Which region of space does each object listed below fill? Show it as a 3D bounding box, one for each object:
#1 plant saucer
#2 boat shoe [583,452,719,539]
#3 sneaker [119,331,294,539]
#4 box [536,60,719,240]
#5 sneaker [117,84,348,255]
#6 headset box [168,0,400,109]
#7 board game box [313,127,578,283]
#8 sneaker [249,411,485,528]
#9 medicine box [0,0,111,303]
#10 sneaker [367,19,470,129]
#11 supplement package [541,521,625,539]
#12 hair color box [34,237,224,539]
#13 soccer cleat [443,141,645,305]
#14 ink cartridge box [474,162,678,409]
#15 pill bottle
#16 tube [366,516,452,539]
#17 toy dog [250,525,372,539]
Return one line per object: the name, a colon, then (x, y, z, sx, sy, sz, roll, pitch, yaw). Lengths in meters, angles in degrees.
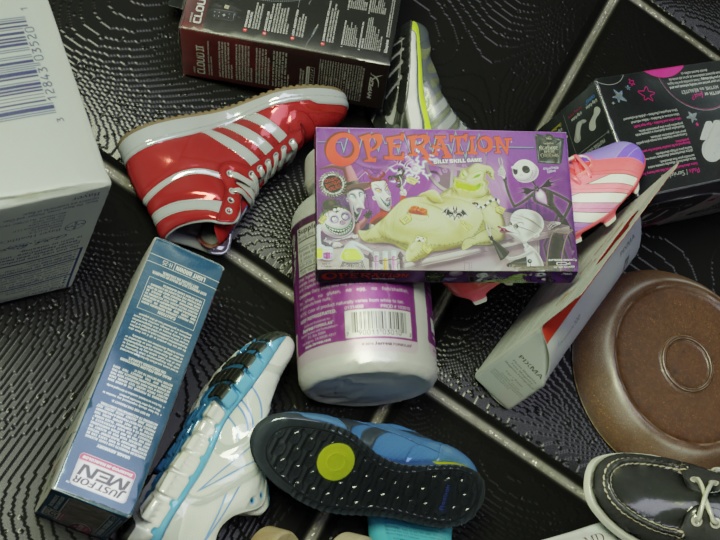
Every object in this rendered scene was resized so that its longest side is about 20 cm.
plant saucer: (0.287, 0.088, 1.124, 0.199, 0.034, 0.201, 7, 68, -18)
boat shoe: (0.256, 0.176, 0.892, 0.199, 0.060, 0.074, 25, 62, -12)
sneaker: (-0.096, 0.139, 0.950, 0.087, 0.075, 0.201, 38, 66, -14)
box: (0.280, -0.108, 1.144, 0.199, 0.132, 0.115, -11, 76, -24)
sneaker: (-0.089, -0.081, 1.032, 0.199, 0.071, 0.113, -17, 72, -17)
headset box: (-0.064, -0.236, 1.082, 0.199, 0.077, 0.150, 9, 65, -1)
board game box: (0.064, -0.050, 0.960, 0.199, 0.032, 0.121, 0, 65, -5)
sneaker: (-0.001, 0.147, 0.966, 0.199, 0.078, 0.066, 18, 100, -25)
medicine box: (-0.268, -0.092, 0.896, 0.102, 0.200, 0.183, -15, 75, -27)
sneaker: (0.059, -0.129, 1.116, 0.081, 0.074, 0.201, 7, 68, -35)
supplement package: (0.199, 0.292, 0.945, 0.190, 0.147, 0.201, -11, 75, -24)
hair color box: (-0.169, 0.087, 0.918, 0.060, 0.100, 0.201, 24, 63, -11)
soccer cleat: (0.142, -0.053, 1.008, 0.200, 0.067, 0.077, -35, 117, -4)
ink cartridge box: (0.186, 0.018, 1.019, 0.057, 0.200, 0.163, 43, 61, -3)
pill bottle: (0.000, 0.000, 1.009, 0.112, 0.112, 0.201, 4, 68, -19)
tube: (0.039, 0.250, 0.937, 0.077, 0.050, 0.201, 19, 40, -17)
toy dog: (-0.060, 0.273, 0.891, 0.200, 0.132, 0.097, -39, 124, -24)
